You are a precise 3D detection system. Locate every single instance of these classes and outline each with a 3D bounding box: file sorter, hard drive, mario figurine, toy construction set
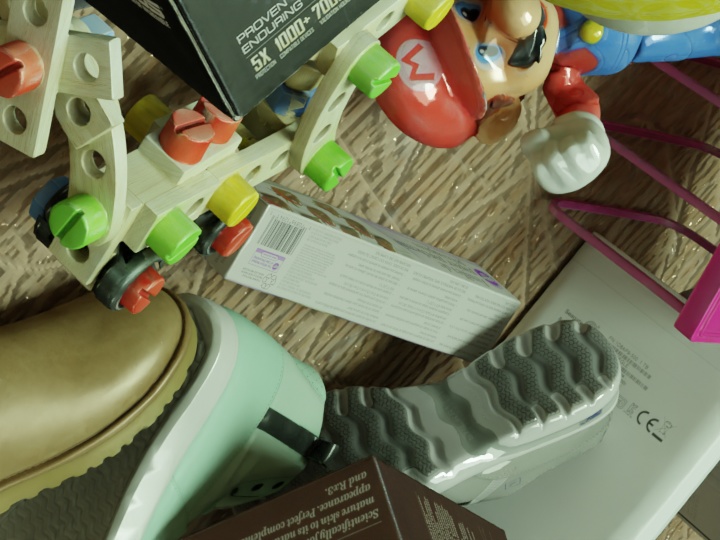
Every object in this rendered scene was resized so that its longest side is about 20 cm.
[{"bbox_3d":[0.205,-0.080,0.960,0.139,0.125,0.201,5,118,-48],"label":"file sorter"},{"bbox_3d":[0.105,0.094,0.998,0.200,0.132,0.027,-50,145,0],"label":"hard drive"},{"bbox_3d":[0.093,-0.111,0.828,0.199,0.123,0.107,-21,133,-26],"label":"mario figurine"},{"bbox_3d":[-0.060,-0.060,0.719,0.199,0.092,0.131,-13,148,-48],"label":"toy construction set"}]

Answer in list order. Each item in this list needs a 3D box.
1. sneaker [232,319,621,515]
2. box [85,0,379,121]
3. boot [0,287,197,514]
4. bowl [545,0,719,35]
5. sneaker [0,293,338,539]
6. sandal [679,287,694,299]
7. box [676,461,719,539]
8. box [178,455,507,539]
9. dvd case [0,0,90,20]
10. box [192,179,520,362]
[{"bbox_3d":[0.036,0.097,0.943,0.199,0.075,0.082,-17,141,0],"label":"sneaker"},{"bbox_3d":[-0.023,-0.170,0.608,0.200,0.164,0.086,-40,140,-11],"label":"box"},{"bbox_3d":[-0.160,0.010,0.725,0.175,0.066,0.201,-38,139,-16],"label":"boot"},{"bbox_3d":[0.115,-0.158,0.750,0.200,0.200,0.108,-34,141,-19],"label":"bowl"},{"bbox_3d":[-0.089,0.114,0.871,0.201,0.074,0.118,-54,142,5],"label":"sneaker"},{"bbox_3d":[0.149,0.083,1.059,0.206,0.079,0.059,-33,133,9],"label":"sandal"},{"bbox_3d":[0.239,0.119,1.096,0.060,0.200,0.117,-25,137,-26],"label":"box"},{"bbox_3d":[0.006,0.152,0.882,0.100,0.075,0.200,-24,158,12],"label":"box"},{"bbox_3d":[-0.078,-0.170,0.698,0.199,0.016,0.149,-19,131,-32],"label":"dvd case"},{"bbox_3d":[0.000,0.000,0.894,0.200,0.039,0.042,19,108,-50],"label":"box"}]
